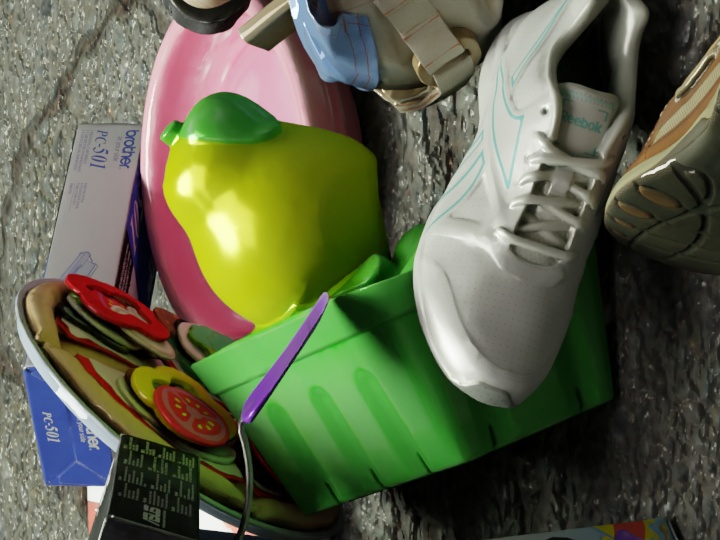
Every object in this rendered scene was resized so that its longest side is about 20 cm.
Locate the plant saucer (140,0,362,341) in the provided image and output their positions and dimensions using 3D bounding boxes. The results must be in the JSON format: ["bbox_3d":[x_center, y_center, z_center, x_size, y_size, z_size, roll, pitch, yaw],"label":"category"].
[{"bbox_3d":[-0.055,-0.054,1.532,0.200,0.051,0.201,11,103,59],"label":"plant saucer"}]

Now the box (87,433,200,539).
[{"bbox_3d":[-0.115,0.182,1.242,0.200,0.047,0.194,-109,34,-82],"label":"box"}]

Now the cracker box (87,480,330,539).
[{"bbox_3d":[-0.082,0.213,1.556,0.134,0.058,0.201,1,93,39],"label":"cracker box"}]

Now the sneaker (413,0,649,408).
[{"bbox_3d":[0.075,-0.039,1.220,0.080,0.070,0.201,-39,33,60],"label":"sneaker"}]

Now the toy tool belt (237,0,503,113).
[{"bbox_3d":[0.000,-0.135,1.288,0.200,0.122,0.125,80,179,-81],"label":"toy tool belt"}]

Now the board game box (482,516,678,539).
[{"bbox_3d":[0.047,0.183,1.223,0.105,0.199,0.103,-57,45,47],"label":"board game box"}]

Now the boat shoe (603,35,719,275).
[{"bbox_3d":[0.161,-0.060,1.144,0.074,0.075,0.200,-69,9,-25],"label":"boat shoe"}]

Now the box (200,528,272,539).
[{"bbox_3d":[-0.109,0.244,1.425,0.200,0.104,0.183,-32,56,48],"label":"box"}]

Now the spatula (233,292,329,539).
[{"bbox_3d":[-0.054,0.103,1.226,0.057,0.020,0.201,-129,58,-85],"label":"spatula"}]

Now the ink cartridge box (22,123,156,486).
[{"bbox_3d":[-0.147,0.016,1.596,0.200,0.044,0.094,-85,-7,-46],"label":"ink cartridge box"}]

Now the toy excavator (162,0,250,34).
[{"bbox_3d":[-0.059,-0.251,1.438,0.200,0.194,0.100,57,169,5],"label":"toy excavator"}]

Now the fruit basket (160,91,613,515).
[{"bbox_3d":[0.000,0.000,1.332,0.215,0.155,0.216,33,133,44],"label":"fruit basket"}]

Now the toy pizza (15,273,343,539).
[{"bbox_3d":[-0.085,0.062,1.429,0.032,0.200,0.200,-53,43,13],"label":"toy pizza"}]
